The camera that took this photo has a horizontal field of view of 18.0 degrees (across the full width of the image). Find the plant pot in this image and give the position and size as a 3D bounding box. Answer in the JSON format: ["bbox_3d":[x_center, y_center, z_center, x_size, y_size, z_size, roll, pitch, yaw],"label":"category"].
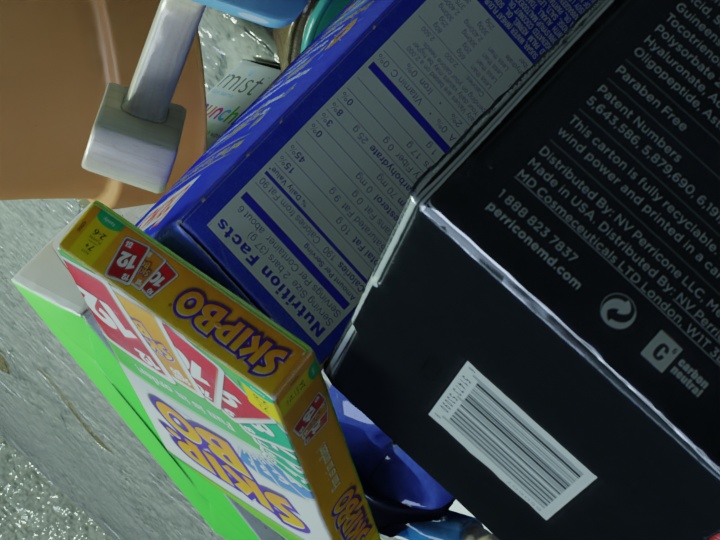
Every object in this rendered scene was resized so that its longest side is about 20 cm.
[{"bbox_3d":[-0.169,-0.116,1.070,0.200,0.139,0.202,165,90,-71],"label":"plant pot"}]

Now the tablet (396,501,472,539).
[{"bbox_3d":[0.042,0.106,1.343,0.200,0.014,0.131,-178,76,-70],"label":"tablet"}]

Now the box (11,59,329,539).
[{"bbox_3d":[-0.046,0.024,1.187,0.096,0.177,0.200,20,152,55],"label":"box"}]

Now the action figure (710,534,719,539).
[{"bbox_3d":[0.165,0.087,1.014,0.099,0.066,0.200,29,-173,-33],"label":"action figure"}]

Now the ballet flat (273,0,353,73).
[{"bbox_3d":[-0.003,-0.090,1.034,0.073,0.068,0.200,57,177,35],"label":"ballet flat"}]

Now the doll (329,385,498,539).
[{"bbox_3d":[0.016,0.087,1.030,0.136,0.049,0.200,36,154,1],"label":"doll"}]

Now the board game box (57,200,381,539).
[{"bbox_3d":[-0.044,0.052,0.817,0.095,0.030,0.200,34,165,21],"label":"board game box"}]

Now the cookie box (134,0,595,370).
[{"bbox_3d":[0.002,-0.050,0.848,0.075,0.200,0.171,46,164,-8],"label":"cookie box"}]

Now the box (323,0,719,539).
[{"bbox_3d":[0.106,-0.020,0.680,0.124,0.197,0.200,41,163,5],"label":"box"}]

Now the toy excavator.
[{"bbox_3d":[-0.055,-0.128,0.855,0.099,0.196,0.200,18,178,-6],"label":"toy excavator"}]

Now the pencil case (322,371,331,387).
[{"bbox_3d":[0.000,0.000,1.029,0.084,0.085,0.200,45,173,33],"label":"pencil case"}]
